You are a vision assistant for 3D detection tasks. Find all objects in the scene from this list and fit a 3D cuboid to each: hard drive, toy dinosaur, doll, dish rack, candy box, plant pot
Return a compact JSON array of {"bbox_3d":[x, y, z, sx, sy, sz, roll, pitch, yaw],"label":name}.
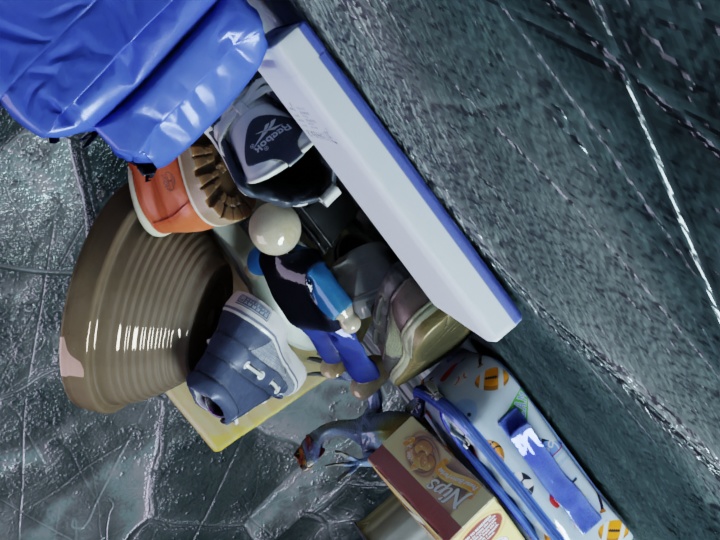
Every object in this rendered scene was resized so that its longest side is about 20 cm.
[{"bbox_3d":[0.010,-0.054,0.700,0.201,0.025,0.132,52,176,-15],"label":"hard drive"},{"bbox_3d":[0.025,0.164,1.108,0.198,0.106,0.181,30,157,-20],"label":"toy dinosaur"},{"bbox_3d":[-0.042,0.021,0.953,0.136,0.049,0.201,29,158,38],"label":"doll"},{"bbox_3d":[-0.065,-0.088,1.051,0.154,0.054,0.200,52,176,-3],"label":"dish rack"},{"bbox_3d":[0.093,0.219,0.987,0.115,0.055,0.201,40,168,47],"label":"candy box"},{"bbox_3d":[-0.168,0.031,1.020,0.091,0.204,0.201,16,168,11],"label":"plant pot"}]

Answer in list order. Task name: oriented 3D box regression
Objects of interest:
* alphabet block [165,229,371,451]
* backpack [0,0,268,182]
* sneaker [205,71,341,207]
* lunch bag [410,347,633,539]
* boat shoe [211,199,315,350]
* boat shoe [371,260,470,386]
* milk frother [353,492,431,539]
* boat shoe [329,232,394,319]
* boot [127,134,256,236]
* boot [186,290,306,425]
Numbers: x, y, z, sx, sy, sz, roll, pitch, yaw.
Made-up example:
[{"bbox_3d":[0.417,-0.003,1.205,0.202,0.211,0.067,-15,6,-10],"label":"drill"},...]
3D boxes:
[{"bbox_3d":[-0.116,0.023,1.222,0.201,0.195,0.196,51,-155,-10],"label":"alphabet block"},{"bbox_3d":[-0.146,-0.143,0.665,0.168,0.162,0.200,51,175,-18],"label":"backpack"},{"bbox_3d":[-0.081,-0.113,0.825,0.200,0.079,0.130,53,174,-28],"label":"sneaker"},{"bbox_3d":[0.124,0.151,0.963,0.201,0.075,0.160,51,174,-10],"label":"lunch bag"},{"bbox_3d":[-0.082,-0.023,1.039,0.202,0.070,0.072,57,-177,-22],"label":"boat shoe"},{"bbox_3d":[0.041,0.036,0.911,0.066,0.071,0.201,55,172,11],"label":"boat shoe"},{"bbox_3d":[0.118,0.259,1.179,0.181,0.188,0.200,49,176,7],"label":"milk frother"},{"bbox_3d":[0.000,0.000,1.068,0.200,0.071,0.069,-98,-10,-86],"label":"boat shoe"},{"bbox_3d":[-0.152,-0.125,0.934,0.106,0.074,0.203,-15,84,44],"label":"boot"},{"bbox_3d":[-0.103,0.092,1.035,0.072,0.091,0.200,28,163,16],"label":"boot"}]
